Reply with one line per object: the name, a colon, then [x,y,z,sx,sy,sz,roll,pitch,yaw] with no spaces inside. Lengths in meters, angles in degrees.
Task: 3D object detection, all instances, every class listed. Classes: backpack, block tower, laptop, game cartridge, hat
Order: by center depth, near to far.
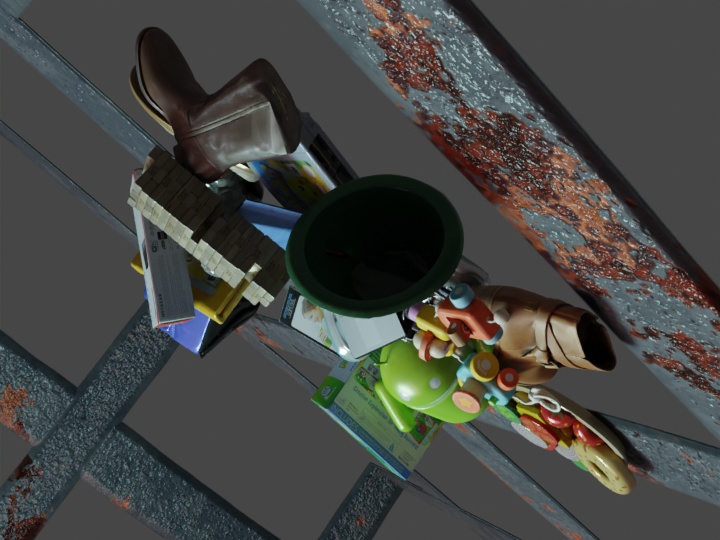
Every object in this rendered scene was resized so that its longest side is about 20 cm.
hat: [0.030,0.018,1.046,0.166,0.199,0.177,45,159,32]
block tower: [-0.162,-0.044,1.120,0.199,0.058,0.054,41,153,-4]
game cartridge: [-0.057,-0.101,1.145,0.133,0.041,0.200,12,149,50]
laptop: [-0.061,0.016,1.177,0.202,0.115,0.187,66,159,4]
game cartridge: [-0.225,-0.036,1.535,0.199,0.177,0.032,27,165,32]
backpack: [-0.235,0.005,1.676,0.167,0.200,0.163,38,124,13]

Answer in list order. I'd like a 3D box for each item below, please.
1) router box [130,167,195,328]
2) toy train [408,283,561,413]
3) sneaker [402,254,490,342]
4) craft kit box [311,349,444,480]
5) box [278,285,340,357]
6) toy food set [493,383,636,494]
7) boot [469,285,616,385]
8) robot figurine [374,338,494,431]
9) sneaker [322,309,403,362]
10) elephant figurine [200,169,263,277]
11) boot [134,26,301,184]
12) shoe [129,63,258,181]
router box: [-0.270,-0.026,1.404,0.179,0.048,0.203,159,101,-75]
toy train: [0.116,0.093,1.063,0.149,0.056,0.200,12,147,51]
sneaker: [0.090,0.036,1.170,0.074,0.082,0.200,34,160,7]
craft kit box: [0.054,0.153,1.420,0.048,0.198,0.200,24,161,51]
box: [-0.013,0.087,1.559,0.199,0.061,0.116,27,-164,35]
toy food set: [0.274,0.220,1.404,0.200,0.049,0.197,44,165,-28]
boot: [0.203,0.082,1.088,0.153,0.075,0.199,9,162,42]
robot figurine: [0.102,0.128,1.335,0.199,0.174,0.117,29,-143,-50]
sneaker: [0.000,0.000,1.301,0.130,0.079,0.202,-32,77,42]
elephant figurine: [-0.178,-0.100,1.348,0.141,0.155,0.202,-18,-105,-56]
boot: [-0.146,-0.190,1.066,0.199,0.064,0.189,-14,100,53]
shoe: [-0.189,-0.171,1.223,0.199,0.070,0.053,36,159,-7]
